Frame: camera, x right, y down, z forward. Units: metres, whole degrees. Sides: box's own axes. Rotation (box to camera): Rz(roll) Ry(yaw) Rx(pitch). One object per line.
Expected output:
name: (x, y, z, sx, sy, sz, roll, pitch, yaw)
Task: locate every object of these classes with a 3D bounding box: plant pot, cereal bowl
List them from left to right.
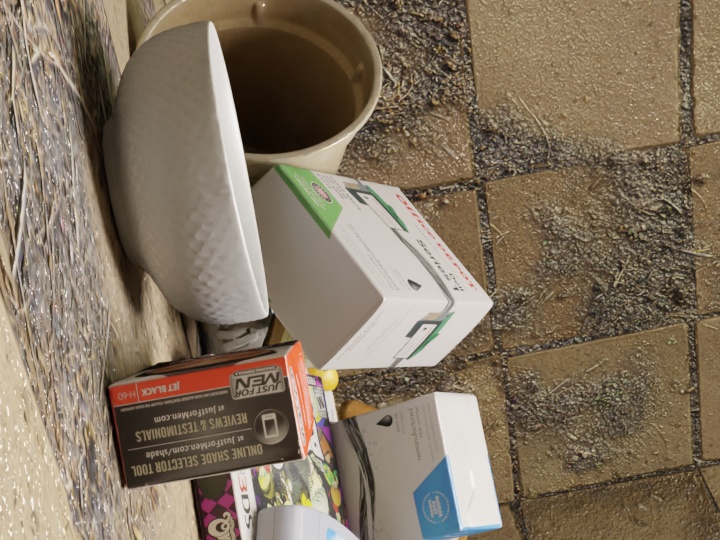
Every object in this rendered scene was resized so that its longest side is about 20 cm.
cereal bowl: (-0.118, -0.059, 0.965, 0.200, 0.083, 0.201, 170, -90, -89)
plant pot: (-0.090, -0.111, 1.256, 0.184, 0.199, 0.201, 100, -17, -53)

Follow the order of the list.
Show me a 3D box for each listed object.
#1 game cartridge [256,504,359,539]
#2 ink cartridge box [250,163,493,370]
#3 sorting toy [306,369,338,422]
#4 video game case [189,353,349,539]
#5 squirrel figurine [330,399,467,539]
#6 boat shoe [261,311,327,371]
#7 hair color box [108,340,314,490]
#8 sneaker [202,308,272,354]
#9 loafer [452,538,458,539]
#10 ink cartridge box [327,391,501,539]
game cartridge: (-0.021, 0.262, 1.121, 0.200, 0.040, 0.134, 51, 28, -48)
ink cartridge box: (0.000, 0.000, 1.187, 0.146, 0.084, 0.200, 51, 21, 20)
sorting toy: (-0.087, 0.191, 1.506, 0.180, 0.106, 0.201, -57, 140, -63)
video game case: (-0.069, 0.165, 1.162, 0.200, 0.036, 0.182, 22, 55, -65)
squirrel figurine: (0.020, 0.249, 1.423, 0.141, 0.199, 0.188, -34, -144, 66)
boat shoe: (-0.042, 0.036, 1.259, 0.201, 0.063, 0.074, -82, -170, -77)
hair color box: (-0.082, 0.082, 0.887, 0.200, 0.101, 0.062, -173, -106, -89)
sneaker: (-0.116, 0.036, 1.333, 0.081, 0.076, 0.201, 61, 11, -55)
loafer: (0.037, 0.244, 1.332, 0.076, 0.068, 0.201, 9, -106, 55)
ink cartridge box: (0.012, 0.184, 1.266, 0.068, 0.199, 0.117, 8, 66, -52)
